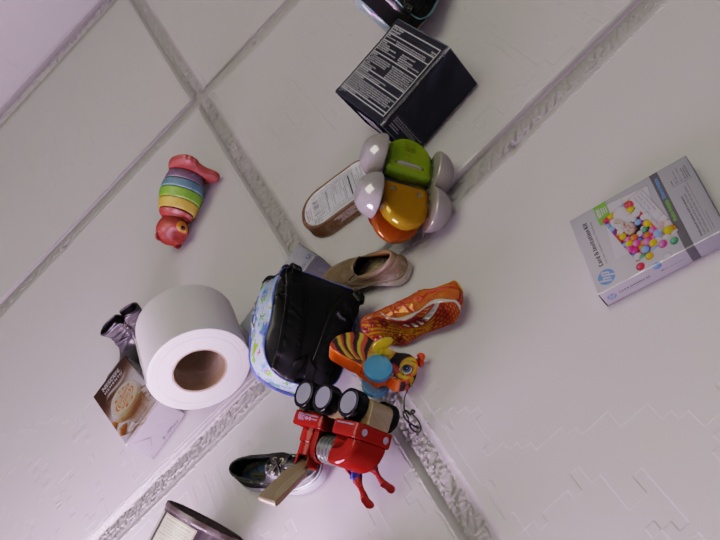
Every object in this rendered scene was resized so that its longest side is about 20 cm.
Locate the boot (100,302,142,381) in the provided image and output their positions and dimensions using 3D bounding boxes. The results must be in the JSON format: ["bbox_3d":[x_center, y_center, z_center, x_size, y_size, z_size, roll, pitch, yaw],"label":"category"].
[{"bbox_3d":[-0.516,0.161,1.959,0.200,0.132,0.070,-48,41,3],"label":"boot"}]

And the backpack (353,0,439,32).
[{"bbox_3d":[0.092,-0.617,1.952,0.201,0.175,0.153,-56,9,-24],"label":"backpack"}]

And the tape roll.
[{"bbox_3d":[-0.323,0.148,1.743,0.202,0.202,0.139,-42,42,9],"label":"tape roll"}]

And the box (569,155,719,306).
[{"bbox_3d":[0.425,-0.059,1.343,0.199,0.041,0.157,-31,44,23],"label":"box"}]

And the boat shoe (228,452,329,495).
[{"bbox_3d":[-0.143,0.344,1.545,0.199,0.057,0.069,-14,52,35],"label":"boat shoe"}]

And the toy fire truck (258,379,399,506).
[{"bbox_3d":[-0.057,0.281,1.407,0.175,0.128,0.202,2,69,49],"label":"toy fire truck"}]

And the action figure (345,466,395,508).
[{"bbox_3d":[-0.005,0.298,1.462,0.065,0.052,0.200,-40,37,4],"label":"action figure"}]

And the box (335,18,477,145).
[{"bbox_3d":[0.090,-0.365,1.805,0.199,0.123,0.200,-49,42,4],"label":"box"}]

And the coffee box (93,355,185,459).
[{"bbox_3d":[-0.457,0.278,1.859,0.115,0.080,0.200,-53,41,-4],"label":"coffee box"}]

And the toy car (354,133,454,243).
[{"bbox_3d":[0.070,-0.141,1.658,0.150,0.173,0.202,122,158,-55],"label":"toy car"}]

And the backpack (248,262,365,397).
[{"bbox_3d":[-0.109,0.118,1.595,0.147,0.182,0.202,-30,43,55],"label":"backpack"}]

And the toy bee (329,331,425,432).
[{"bbox_3d":[0.049,0.164,1.486,0.109,0.200,0.131,-39,-4,-29],"label":"toy bee"}]

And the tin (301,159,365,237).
[{"bbox_3d":[-0.035,-0.147,1.826,0.199,0.042,0.113,-35,47,17],"label":"tin"}]

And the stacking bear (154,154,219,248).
[{"bbox_3d":[-0.427,-0.154,2.136,0.113,0.121,0.202,-2,67,38],"label":"stacking bear"}]

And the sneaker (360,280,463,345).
[{"bbox_3d":[0.091,0.074,1.540,0.199,0.073,0.077,-17,29,28],"label":"sneaker"}]

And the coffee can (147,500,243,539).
[{"bbox_3d":[-0.305,0.507,1.504,0.146,0.146,0.201,14,71,46],"label":"coffee can"}]

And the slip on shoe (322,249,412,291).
[{"bbox_3d":[0.000,0.000,1.666,0.199,0.061,0.077,-4,58,40],"label":"slip on shoe"}]

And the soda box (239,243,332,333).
[{"bbox_3d":[-0.142,0.052,1.754,0.068,0.063,0.201,29,83,48],"label":"soda box"}]
